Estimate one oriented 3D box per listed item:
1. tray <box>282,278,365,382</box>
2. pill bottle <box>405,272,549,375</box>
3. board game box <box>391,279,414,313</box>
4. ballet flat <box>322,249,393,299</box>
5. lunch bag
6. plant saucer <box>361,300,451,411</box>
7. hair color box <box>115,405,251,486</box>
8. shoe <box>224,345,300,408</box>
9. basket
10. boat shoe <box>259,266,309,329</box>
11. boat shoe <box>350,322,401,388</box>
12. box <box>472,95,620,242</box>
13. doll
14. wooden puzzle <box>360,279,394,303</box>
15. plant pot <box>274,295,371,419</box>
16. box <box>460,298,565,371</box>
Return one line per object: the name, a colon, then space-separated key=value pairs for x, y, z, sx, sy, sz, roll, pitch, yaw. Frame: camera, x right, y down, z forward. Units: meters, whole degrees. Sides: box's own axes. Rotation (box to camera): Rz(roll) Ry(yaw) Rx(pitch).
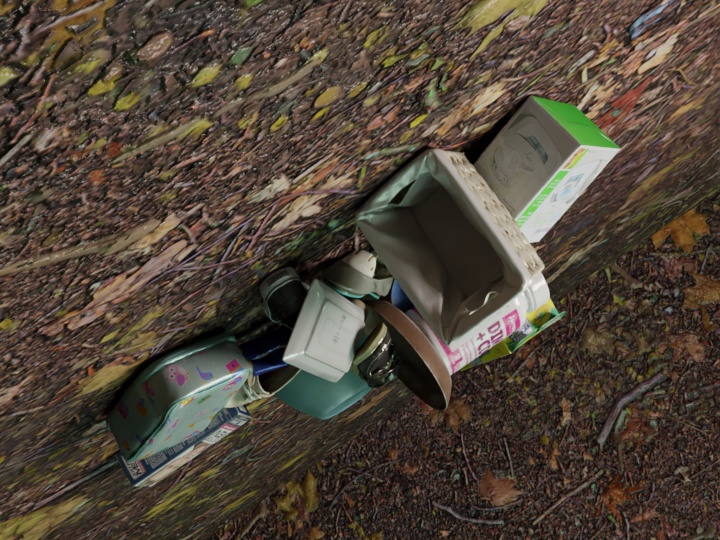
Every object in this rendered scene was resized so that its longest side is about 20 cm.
tray: x=-0.038 y=0.084 z=1.442 sx=0.109 sy=0.022 sz=0.200 roll=-69 pitch=159 yaw=-7
pill bottle: x=0.172 y=0.058 z=1.654 sx=0.199 sy=0.114 sz=0.114 roll=-33 pitch=168 yaw=-10
board game box: x=0.118 y=-0.016 z=1.656 sx=0.198 sy=0.039 sz=0.159 roll=-15 pitch=139 yaw=-33
ballet flat: x=0.000 y=0.000 z=1.529 sx=0.064 sy=0.067 sz=0.200 roll=-63 pitch=165 yaw=4
lunch bag: x=-0.236 y=0.166 z=1.469 sx=0.159 sy=0.078 sz=0.200 roll=-24 pitch=164 yaw=-43
plant saucer: x=0.067 y=0.115 z=1.623 sx=0.034 sy=0.201 sz=0.201 roll=-39 pitch=169 yaw=-15
hair color box: x=-0.275 y=0.260 z=1.761 sx=0.199 sy=0.061 sz=0.100 roll=-34 pitch=167 yaw=-1
shoe: x=-0.134 y=0.140 z=1.620 sx=0.199 sy=0.054 sz=0.070 roll=-37 pitch=125 yaw=9
basket: x=0.112 y=-0.033 z=1.351 sx=0.135 sy=0.201 sz=0.123 roll=-39 pitch=171 yaw=23
boat shoe: x=-0.089 y=0.049 z=1.454 sx=0.068 sy=0.057 sz=0.200 roll=-33 pitch=167 yaw=-3
boat shoe: x=0.028 y=0.125 z=1.580 sx=0.073 sy=0.065 sz=0.200 roll=-49 pitch=175 yaw=-9
box: x=0.226 y=-0.128 z=1.470 sx=0.177 sy=0.097 sz=0.199 roll=-50 pitch=162 yaw=20
doll: x=-0.077 y=0.094 z=1.550 sx=0.198 sy=0.136 sz=0.049 roll=-24 pitch=127 yaw=-19
wooden puzzle: x=0.106 y=0.051 z=1.727 sx=0.184 sy=0.202 sz=0.037 roll=-32 pitch=-152 yaw=-11
plant pot: x=-0.055 y=0.149 z=1.737 sx=0.199 sy=0.136 sz=0.200 roll=-32 pitch=167 yaw=-8
box: x=0.232 y=0.099 z=1.781 sx=0.117 sy=0.049 sz=0.200 roll=-31 pitch=-179 yaw=-27
